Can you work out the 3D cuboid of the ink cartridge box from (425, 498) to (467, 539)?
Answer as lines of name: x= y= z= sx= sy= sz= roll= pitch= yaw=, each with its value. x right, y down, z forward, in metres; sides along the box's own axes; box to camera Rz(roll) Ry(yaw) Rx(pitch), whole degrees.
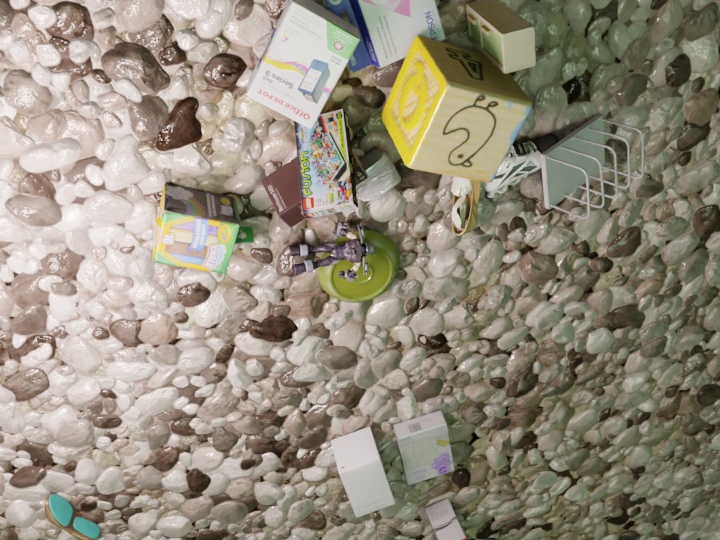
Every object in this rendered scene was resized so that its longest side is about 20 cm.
ink cartridge box: x=0.278 y=0.813 z=2.318 sx=0.082 sy=0.201 sz=0.148 roll=-24 pitch=127 yaw=-2

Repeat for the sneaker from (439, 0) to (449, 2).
sneaker: x=0.161 y=-0.583 z=1.416 sx=0.059 sy=0.105 sz=0.202 roll=-12 pitch=125 yaw=-7

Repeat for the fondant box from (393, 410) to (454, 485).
fondant box: x=0.180 y=0.498 z=2.169 sx=0.143 sy=0.058 sz=0.202 roll=-16 pitch=127 yaw=-5

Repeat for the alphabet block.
alphabet block: x=0.183 y=-0.315 z=1.523 sx=0.198 sy=0.197 sz=0.197 roll=6 pitch=128 yaw=-25

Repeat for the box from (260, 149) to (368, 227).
box: x=-0.095 y=-0.190 z=1.600 sx=0.199 sy=0.101 sz=0.075 roll=-33 pitch=155 yaw=8

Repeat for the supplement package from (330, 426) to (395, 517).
supplement package: x=0.008 y=0.553 z=2.118 sx=0.118 sy=0.122 sz=0.202 roll=-19 pitch=126 yaw=-2

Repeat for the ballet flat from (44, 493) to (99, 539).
ballet flat: x=-0.769 y=0.650 z=2.016 sx=0.072 sy=0.068 sz=0.201 roll=-18 pitch=132 yaw=21

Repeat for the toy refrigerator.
toy refrigerator: x=0.262 y=-0.451 z=1.473 sx=0.069 sy=0.201 sz=0.077 roll=-15 pitch=127 yaw=-4

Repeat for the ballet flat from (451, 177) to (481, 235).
ballet flat: x=0.232 y=-0.164 z=1.730 sx=0.063 sy=0.068 sz=0.202 roll=-35 pitch=133 yaw=-33

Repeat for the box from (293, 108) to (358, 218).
box: x=-0.070 y=-0.212 z=1.538 sx=0.109 sy=0.203 sz=0.035 roll=-11 pitch=163 yaw=14

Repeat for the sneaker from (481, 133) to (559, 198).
sneaker: x=0.345 y=-0.249 z=1.707 sx=0.199 sy=0.074 sz=0.089 roll=-36 pitch=127 yaw=9

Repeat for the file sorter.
file sorter: x=0.510 y=-0.224 z=1.694 sx=0.199 sy=0.124 sz=0.140 roll=-34 pitch=130 yaw=-23

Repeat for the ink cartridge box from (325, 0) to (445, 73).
ink cartridge box: x=0.045 y=-0.498 z=1.481 sx=0.198 sy=0.043 sz=0.198 roll=-25 pitch=126 yaw=0

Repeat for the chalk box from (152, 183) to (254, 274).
chalk box: x=-0.321 y=-0.082 z=1.606 sx=0.198 sy=0.125 sz=0.125 roll=11 pitch=119 yaw=-20

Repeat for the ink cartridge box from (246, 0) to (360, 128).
ink cartridge box: x=-0.110 y=-0.396 z=1.466 sx=0.144 sy=0.088 sz=0.201 roll=25 pitch=118 yaw=-18

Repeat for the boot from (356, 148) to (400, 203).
boot: x=-0.007 y=-0.171 z=1.665 sx=0.199 sy=0.074 sz=0.096 roll=-31 pitch=129 yaw=11

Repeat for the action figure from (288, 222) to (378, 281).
action figure: x=-0.058 y=-0.039 z=1.720 sx=0.197 sy=0.069 sz=0.132 roll=-7 pitch=82 yaw=-6

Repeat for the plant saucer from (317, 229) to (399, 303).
plant saucer: x=0.000 y=0.000 z=1.806 sx=0.197 sy=0.031 sz=0.202 roll=-7 pitch=124 yaw=-11
